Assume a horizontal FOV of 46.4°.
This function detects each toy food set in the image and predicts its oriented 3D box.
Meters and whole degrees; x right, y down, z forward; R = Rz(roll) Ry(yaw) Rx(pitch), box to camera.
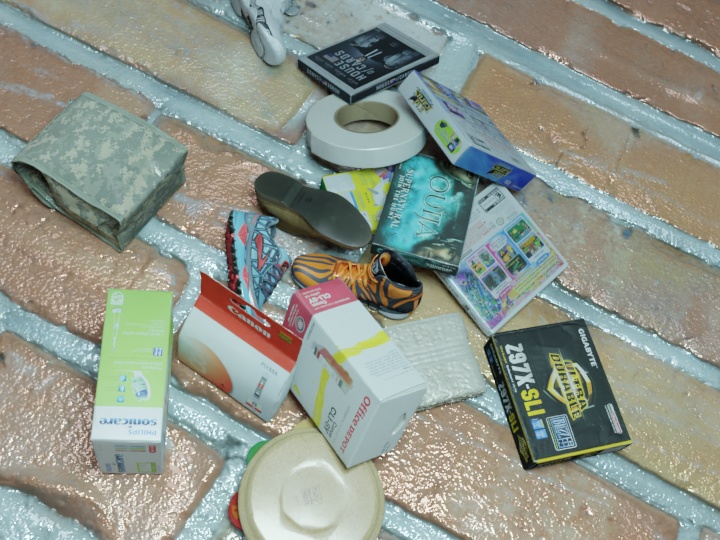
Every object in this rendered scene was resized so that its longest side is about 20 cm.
[{"bbox_3d":[-0.067,0.299,1.096,0.197,0.049,0.200,-26,70,-23],"label":"toy food set"}]

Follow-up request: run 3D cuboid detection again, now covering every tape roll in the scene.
[{"bbox_3d":[0.010,-0.234,1.364,0.202,0.037,0.203,0,39,0],"label":"tape roll"}]

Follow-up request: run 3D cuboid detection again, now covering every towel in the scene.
[{"bbox_3d":[0.075,0.141,1.221,0.199,0.035,0.133,-10,66,-16],"label":"towel"}]

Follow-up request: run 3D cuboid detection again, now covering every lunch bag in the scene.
[{"bbox_3d":[-0.384,-0.154,1.238,0.200,0.118,0.164,34,61,2],"label":"lunch bag"}]

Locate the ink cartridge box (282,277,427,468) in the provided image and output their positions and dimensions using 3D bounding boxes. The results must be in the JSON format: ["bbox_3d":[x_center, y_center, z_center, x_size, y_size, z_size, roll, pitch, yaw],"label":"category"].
[{"bbox_3d":[-0.021,0.134,1.110,0.083,0.145,0.200,-15,51,-38],"label":"ink cartridge box"}]

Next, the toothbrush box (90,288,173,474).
[{"bbox_3d":[-0.288,0.144,1.079,0.086,0.146,0.201,4,60,-10],"label":"toothbrush box"}]

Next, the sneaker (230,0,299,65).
[{"bbox_3d":[-0.147,-0.450,1.471,0.115,0.075,0.200,-20,64,-18],"label":"sneaker"}]

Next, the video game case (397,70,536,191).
[{"bbox_3d":[0.173,-0.222,1.354,0.200,0.045,0.182,13,39,-49],"label":"video game case"}]

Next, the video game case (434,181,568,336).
[{"bbox_3d":[0.209,-0.023,1.322,0.200,0.024,0.182,-37,86,-28],"label":"video game case"}]

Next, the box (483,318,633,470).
[{"bbox_3d":[0.287,0.179,1.236,0.159,0.049,0.201,-8,64,-14],"label":"box"}]

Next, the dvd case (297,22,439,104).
[{"bbox_3d":[0.014,-0.363,1.457,0.200,0.025,0.150,-30,52,-27],"label":"dvd case"}]

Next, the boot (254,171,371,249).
[{"bbox_3d":[-0.071,-0.078,1.275,0.200,0.076,0.074,28,56,17],"label":"boot"}]

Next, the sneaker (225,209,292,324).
[{"bbox_3d":[-0.144,-0.004,1.228,0.095,0.079,0.201,-1,62,-15],"label":"sneaker"}]

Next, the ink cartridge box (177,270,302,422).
[{"bbox_3d":[-0.161,0.105,1.094,0.162,0.200,0.050,34,61,8],"label":"ink cartridge box"}]

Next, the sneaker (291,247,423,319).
[{"bbox_3d":[0.000,0.000,1.235,0.199,0.112,0.078,15,60,-3],"label":"sneaker"}]

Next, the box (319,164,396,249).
[{"bbox_3d":[0.045,-0.111,1.344,0.199,0.048,0.118,-12,65,-16],"label":"box"}]

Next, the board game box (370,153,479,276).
[{"bbox_3d":[0.103,-0.092,1.289,0.135,0.028,0.201,15,54,3],"label":"board game box"}]
